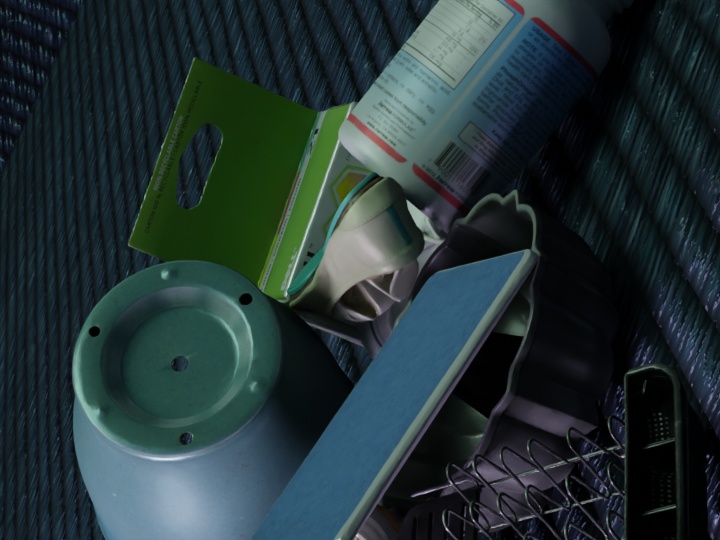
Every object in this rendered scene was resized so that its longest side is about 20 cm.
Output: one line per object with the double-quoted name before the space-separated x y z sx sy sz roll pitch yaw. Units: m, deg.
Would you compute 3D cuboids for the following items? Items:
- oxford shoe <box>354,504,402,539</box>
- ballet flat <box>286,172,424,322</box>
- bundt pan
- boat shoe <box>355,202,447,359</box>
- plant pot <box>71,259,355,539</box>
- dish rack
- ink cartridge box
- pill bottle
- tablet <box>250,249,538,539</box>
"oxford shoe" -0.023 0.208 1.226 0.058 0.075 0.201 -34 -26 -57
"ballet flat" 0.000 0.000 1.360 0.200 0.069 0.070 126 161 -73
"bundt pan" 0.080 0.061 1.245 0.202 0.075 0.203 -53 23 35
"boat shoe" 0.049 -0.032 1.440 0.065 0.073 0.201 142 144 -63
"plant pot" -0.098 0.092 1.404 0.188 0.198 0.201 73 -153 -61
"dish rack" 0.084 0.145 1.079 0.199 0.055 0.154 -21 45 31
"ink cartridge box" -0.039 -0.046 1.501 0.076 0.199 0.149 -3 67 69
"pill bottle" 0.085 -0.127 1.357 0.200 0.109 0.109 -51 20 3
"tablet" 0.017 0.074 1.182 0.200 0.014 0.130 -55 15 -19
